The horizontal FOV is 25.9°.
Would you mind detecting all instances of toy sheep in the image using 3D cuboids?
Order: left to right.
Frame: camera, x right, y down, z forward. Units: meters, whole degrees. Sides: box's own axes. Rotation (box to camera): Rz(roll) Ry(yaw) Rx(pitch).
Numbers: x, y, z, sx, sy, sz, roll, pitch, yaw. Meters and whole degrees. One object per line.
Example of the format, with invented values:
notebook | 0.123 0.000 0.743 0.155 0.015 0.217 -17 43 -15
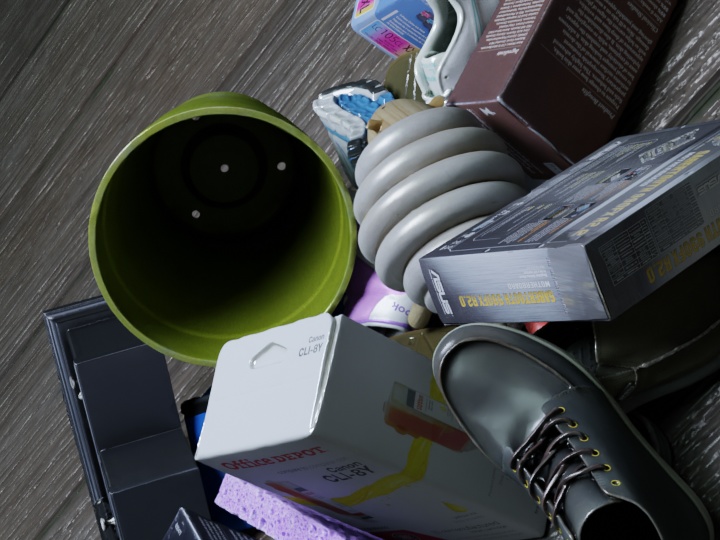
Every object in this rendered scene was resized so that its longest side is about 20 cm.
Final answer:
toy sheep | 0.058 -0.034 1.080 0.138 0.137 0.201 -42 65 31

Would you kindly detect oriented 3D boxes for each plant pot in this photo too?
plant pot | -0.109 -0.055 1.242 0.201 0.199 0.193 -54 16 14

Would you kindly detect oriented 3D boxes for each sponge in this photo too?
sponge | -0.015 0.194 1.109 0.199 0.111 0.030 16 81 60

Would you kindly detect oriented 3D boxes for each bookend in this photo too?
bookend | -0.193 0.146 1.322 0.200 0.091 0.201 -132 30 -65

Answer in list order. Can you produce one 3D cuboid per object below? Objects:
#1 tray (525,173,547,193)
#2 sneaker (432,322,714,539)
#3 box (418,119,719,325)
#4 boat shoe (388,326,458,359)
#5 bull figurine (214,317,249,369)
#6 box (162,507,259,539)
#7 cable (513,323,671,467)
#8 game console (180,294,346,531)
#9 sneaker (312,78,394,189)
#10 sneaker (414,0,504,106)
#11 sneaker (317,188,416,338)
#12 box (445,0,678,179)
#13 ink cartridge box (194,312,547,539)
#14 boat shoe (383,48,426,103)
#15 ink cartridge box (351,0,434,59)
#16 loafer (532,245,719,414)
tray | 0.104 -0.027 1.190 0.199 0.022 0.109 -6 63 56
sneaker | 0.113 0.101 0.880 0.199 0.106 0.075 40 102 15
box | 0.158 -0.032 0.968 0.199 0.049 0.158 -32 15 -32
boat shoe | 0.013 0.084 1.155 0.199 0.063 0.074 -9 45 37
bull figurine | -0.098 0.027 1.329 0.121 0.199 0.066 27 129 26
box | -0.072 0.296 1.028 0.201 0.197 0.123 -59 28 6
cable | 0.140 0.066 1.021 0.097 0.050 0.201 -32 39 24
game console | -0.051 0.117 1.324 0.199 0.117 0.173 -22 80 50
sneaker | 0.023 -0.086 1.260 0.074 0.087 0.200 -21 27 -5
sneaker | 0.075 -0.128 1.164 0.070 0.080 0.203 8 101 51
sneaker | -0.001 0.000 1.246 0.115 0.072 0.200 -67 24 2
box | 0.155 -0.175 1.128 0.075 0.100 0.202 2 60 58
ink cartridge box | 0.011 0.114 1.042 0.144 0.199 0.084 -19 51 51
boat shoe | 0.093 -0.143 1.261 0.200 0.065 0.073 4 94 56
ink cartridge box | 0.089 -0.283 1.371 0.199 0.076 0.138 -20 50 49
loafer | 0.161 0.041 0.954 0.199 0.070 0.076 -38 48 8
